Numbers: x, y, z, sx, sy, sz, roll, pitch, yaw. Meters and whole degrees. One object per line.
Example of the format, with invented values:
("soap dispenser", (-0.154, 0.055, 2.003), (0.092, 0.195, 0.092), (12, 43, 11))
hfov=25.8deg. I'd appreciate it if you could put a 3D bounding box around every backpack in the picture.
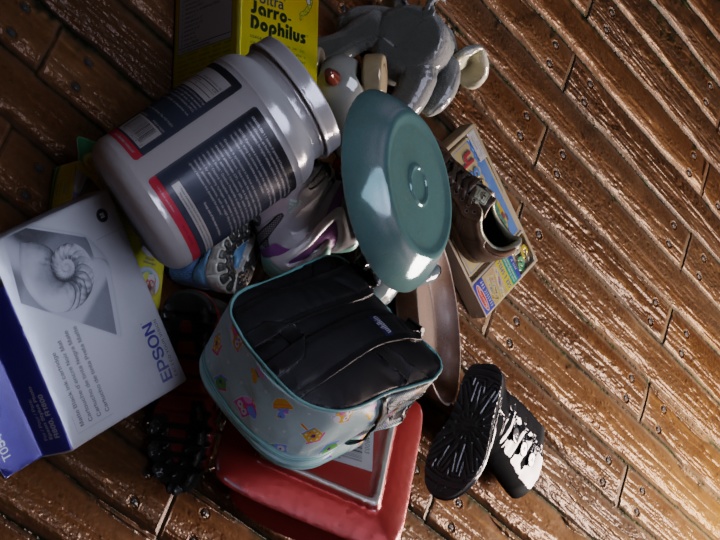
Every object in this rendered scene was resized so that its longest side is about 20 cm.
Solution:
("backpack", (-0.052, 0.092, 1.460), (0.176, 0.154, 0.199), (49, 30, 17))

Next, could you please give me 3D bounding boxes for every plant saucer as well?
("plant saucer", (0.074, 0.053, 1.765), (0.200, 0.034, 0.202), (-8, 90, -74))
("plant saucer", (0.043, -0.080, 1.528), (0.200, 0.036, 0.202), (32, 53, -56))

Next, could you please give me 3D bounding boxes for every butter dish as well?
("butter dish", (-0.057, 0.200, 1.584), (0.198, 0.148, 0.201), (23, 43, -9))

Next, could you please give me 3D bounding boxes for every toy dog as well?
("toy dog", (-0.021, -0.143, 1.647), (0.096, 0.131, 0.202), (-26, 98, -74))

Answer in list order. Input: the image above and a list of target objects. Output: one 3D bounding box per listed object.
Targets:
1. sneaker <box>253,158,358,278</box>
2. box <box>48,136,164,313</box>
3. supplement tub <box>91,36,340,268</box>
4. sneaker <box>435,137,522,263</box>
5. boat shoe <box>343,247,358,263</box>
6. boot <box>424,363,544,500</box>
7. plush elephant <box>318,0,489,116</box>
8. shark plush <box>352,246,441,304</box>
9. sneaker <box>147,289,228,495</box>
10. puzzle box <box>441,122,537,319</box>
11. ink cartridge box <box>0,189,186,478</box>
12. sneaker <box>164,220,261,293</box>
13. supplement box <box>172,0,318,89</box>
("sneaker", (-0.029, -0.090, 1.561), (0.199, 0.077, 0.141), (-34, 117, -30))
("box", (-0.243, -0.017, 1.495), (0.117, 0.048, 0.202), (17, 74, -41))
("supplement tub", (-0.132, -0.109, 1.443), (0.199, 0.140, 0.141), (-35, 111, -12))
("sneaker", (0.118, -0.094, 1.816), (0.200, 0.075, 0.071), (52, 52, -27))
("boat shoe", (-0.001, -0.045, 1.737), (0.071, 0.076, 0.201), (17, 70, -7))
("boot", (0.149, 0.218, 1.816), (0.166, 0.065, 0.200), (-63, 152, -17))
("plush elephant", (0.057, -0.240, 1.775), (0.200, 0.164, 0.155), (-49, 165, 0))
("shark plush", (0.000, 0.000, 1.625), (0.200, 0.084, 0.091), (-37, 67, -23))
("sneaker", (-0.158, 0.117, 1.537), (0.098, 0.070, 0.202), (-9, 106, -70))
("puzzle box", (0.135, -0.060, 1.899), (0.133, 0.025, 0.201), (-44, 114, -39))
("ink cartridge box", (-0.270, 0.053, 1.400), (0.200, 0.040, 0.201), (-32, 105, -41))
("sneaker", (-0.138, -0.042, 1.581), (0.200, 0.089, 0.079), (-52, 136, -61))
("supplement box", (-0.117, -0.219, 1.609), (0.109, 0.108, 0.202), (10, 77, -43))
